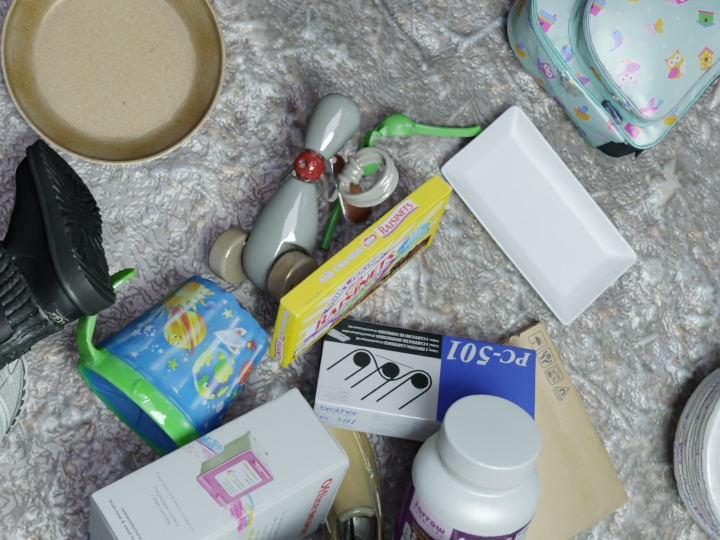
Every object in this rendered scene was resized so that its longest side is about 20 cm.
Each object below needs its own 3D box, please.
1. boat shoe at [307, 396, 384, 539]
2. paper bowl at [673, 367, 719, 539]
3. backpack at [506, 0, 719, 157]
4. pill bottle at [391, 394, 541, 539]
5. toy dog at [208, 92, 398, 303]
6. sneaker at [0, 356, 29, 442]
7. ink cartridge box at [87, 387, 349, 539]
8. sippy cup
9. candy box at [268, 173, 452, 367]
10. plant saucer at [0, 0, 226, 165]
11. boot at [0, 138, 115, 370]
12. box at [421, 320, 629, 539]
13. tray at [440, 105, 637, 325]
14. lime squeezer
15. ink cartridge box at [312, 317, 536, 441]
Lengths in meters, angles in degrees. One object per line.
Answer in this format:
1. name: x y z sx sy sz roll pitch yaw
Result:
1. boat shoe: -0.008 0.212 1.040 0.071 0.076 0.201 -15 89 -11
2. paper bowl: 0.404 0.182 1.117 0.199 0.104 0.202 1 86 -13
3. backpack: 0.248 -0.230 1.088 0.200 0.153 0.176 45 84 0
4. pill bottle: 0.092 0.207 0.984 0.112 0.113 0.201 2 129 -12
5. toy dog: -0.045 -0.051 1.037 0.200 0.096 0.132 -45 62 9
6. sneaker: -0.338 0.142 0.969 0.077 0.082 0.201 17 82 -9
7. ink cartridge box: -0.121 0.202 0.950 0.199 0.145 0.085 -24 64 -30
8. sippy cup: -0.155 0.080 0.995 0.139 0.178 0.130 30 66 27
9. candy box: 0.000 0.000 1.017 0.026 0.102 0.200 42 62 16
10. plant saucer: -0.224 -0.194 1.038 0.199 0.035 0.202 1 87 -12
11. boot: -0.302 -0.008 0.961 0.157 0.212 0.080 -31 135 7
12. box: 0.151 0.174 1.104 0.163 0.021 0.201 -27 93 -12
13. tray: 0.175 -0.054 1.124 0.107 0.022 0.200 -41 95 -11
14. lime squeezer: 0.023 -0.106 1.094 0.200 0.038 0.071 -37 126 -13
15. ink cartridge box: 0.059 0.106 1.042 0.199 0.044 0.094 9 54 -3
